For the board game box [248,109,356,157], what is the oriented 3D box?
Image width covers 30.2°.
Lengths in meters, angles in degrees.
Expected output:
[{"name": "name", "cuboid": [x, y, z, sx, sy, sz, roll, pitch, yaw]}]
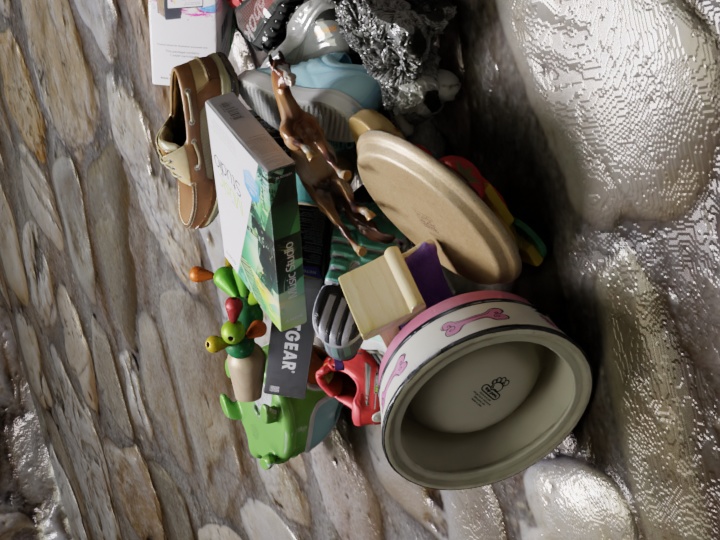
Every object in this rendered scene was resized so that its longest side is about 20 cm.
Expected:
[{"name": "board game box", "cuboid": [-0.105, -0.152, 1.478, 0.199, 0.134, 0.029, 23, 118, 57]}]

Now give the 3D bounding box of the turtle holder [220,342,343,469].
[{"name": "turtle holder", "cuboid": [-0.086, 0.173, 1.654, 0.140, 0.131, 0.188, 26, 130, 53]}]

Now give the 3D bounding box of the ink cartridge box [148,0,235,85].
[{"name": "ink cartridge box", "cuboid": [-0.190, -0.332, 1.516, 0.146, 0.083, 0.202, -85, -1, -53]}]

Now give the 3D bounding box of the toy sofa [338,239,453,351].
[{"name": "toy sofa", "cuboid": [0.062, 0.072, 1.262, 0.083, 0.097, 0.201, -112, -3, -45]}]

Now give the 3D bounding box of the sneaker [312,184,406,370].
[{"name": "sneaker", "cuboid": [0.000, 0.000, 1.356, 0.074, 0.202, 0.088, 18, 152, 11]}]

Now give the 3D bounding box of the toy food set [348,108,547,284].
[{"name": "toy food set", "cuboid": [0.074, -0.061, 1.217, 0.198, 0.049, 0.199, 50, 164, -31]}]

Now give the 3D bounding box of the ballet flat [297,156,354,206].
[{"name": "ballet flat", "cuboid": [-0.087, -0.107, 1.484, 0.198, 0.063, 0.069, 14, 126, 40]}]

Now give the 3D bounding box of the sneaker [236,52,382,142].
[{"name": "sneaker", "cuboid": [-0.045, -0.182, 1.344, 0.199, 0.082, 0.074, 21, 152, 43]}]

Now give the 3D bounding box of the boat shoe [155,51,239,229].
[{"name": "boat shoe", "cuboid": [-0.180, -0.136, 1.403, 0.076, 0.073, 0.202, 48, 138, 44]}]

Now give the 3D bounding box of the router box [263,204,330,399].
[{"name": "router box", "cuboid": [-0.071, 0.022, 1.530, 0.158, 0.052, 0.201, -84, 3, -46]}]

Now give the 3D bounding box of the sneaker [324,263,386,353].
[{"name": "sneaker", "cuboid": [0.028, 0.020, 1.399, 0.200, 0.073, 0.119, -10, 104, 65]}]

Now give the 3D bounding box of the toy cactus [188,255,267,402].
[{"name": "toy cactus", "cuboid": [-0.141, 0.069, 1.527, 0.200, 0.101, 0.167, -120, 27, -72]}]

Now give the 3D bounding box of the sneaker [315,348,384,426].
[{"name": "sneaker", "cuboid": [-0.015, 0.102, 1.516, 0.200, 0.084, 0.078, -127, 30, -50]}]

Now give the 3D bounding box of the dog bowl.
[{"name": "dog bowl", "cuboid": [0.103, 0.103, 1.196, 0.074, 0.197, 0.202, -113, 22, -47]}]

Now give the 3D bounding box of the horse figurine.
[{"name": "horse figurine", "cuboid": [-0.034, -0.097, 1.268, 0.133, 0.050, 0.201, 54, 176, 46]}]

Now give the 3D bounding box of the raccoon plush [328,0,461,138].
[{"name": "raccoon plush", "cuboid": [0.007, -0.216, 1.241, 0.199, 0.097, 0.135, 34, 140, 16]}]

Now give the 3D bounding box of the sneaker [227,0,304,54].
[{"name": "sneaker", "cuboid": [-0.082, -0.284, 1.424, 0.200, 0.070, 0.099, -8, 100, 65]}]

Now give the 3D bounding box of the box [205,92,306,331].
[{"name": "box", "cuboid": [-0.104, -0.058, 1.341, 0.144, 0.036, 0.202, 49, 153, 44]}]

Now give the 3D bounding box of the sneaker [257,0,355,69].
[{"name": "sneaker", "cuboid": [-0.053, -0.214, 1.415, 0.080, 0.073, 0.200, 60, 151, 11]}]
